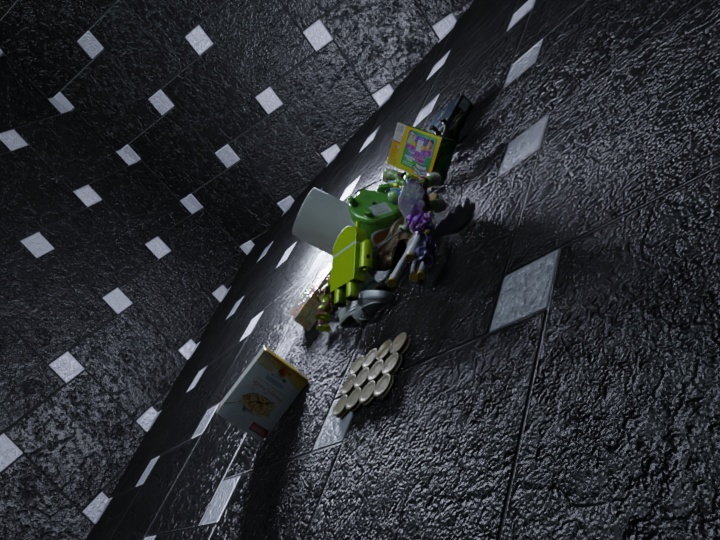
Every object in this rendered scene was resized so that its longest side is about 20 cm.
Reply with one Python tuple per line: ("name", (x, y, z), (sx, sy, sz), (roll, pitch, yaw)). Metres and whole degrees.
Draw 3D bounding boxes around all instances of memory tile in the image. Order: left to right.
("memory tile", (0.021, 0.211, 1.254), (0.200, 0.017, 0.154), (-37, 22, 47))

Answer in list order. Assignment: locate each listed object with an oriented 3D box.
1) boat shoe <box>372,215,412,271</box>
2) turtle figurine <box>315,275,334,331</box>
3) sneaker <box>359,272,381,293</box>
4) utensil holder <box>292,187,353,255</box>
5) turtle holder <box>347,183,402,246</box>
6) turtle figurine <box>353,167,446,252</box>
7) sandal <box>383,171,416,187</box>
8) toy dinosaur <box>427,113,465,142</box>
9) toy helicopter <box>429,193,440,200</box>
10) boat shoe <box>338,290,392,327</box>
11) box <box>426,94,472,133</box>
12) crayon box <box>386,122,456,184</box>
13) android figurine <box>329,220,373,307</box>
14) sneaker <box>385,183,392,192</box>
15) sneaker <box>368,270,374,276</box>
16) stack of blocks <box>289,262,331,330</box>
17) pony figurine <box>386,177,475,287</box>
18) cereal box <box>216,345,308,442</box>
("boat shoe", (0.101, -0.065, 1.551), (0.071, 0.076, 0.201), (10, 48, 35))
("turtle figurine", (-0.087, 0.071, 1.705), (0.201, 0.064, 0.163), (113, 172, -49))
("sneaker", (-0.018, 0.035, 1.577), (0.075, 0.087, 0.200), (-31, -2, -31))
("utensil holder", (-0.086, -0.135, 1.895), (0.170, 0.198, 0.172), (26, -90, -89))
("turtle holder", (0.029, -0.141, 1.651), (0.184, 0.133, 0.141), (21, 46, 34))
("turtle figurine", (0.101, -0.171, 1.500), (0.192, 0.145, 0.201), (-13, -30, -42))
("sandal", (0.137, -0.263, 1.862), (0.199, 0.080, 0.088), (-16, 34, 52))
("toy dinosaur", (0.229, -0.364, 1.782), (0.200, 0.102, 0.077), (-46, 21, -11))
("toy helicopter", (0.155, -0.190, 1.682), (0.132, 0.079, 0.199), (-47, 24, -16))
("boat shoe", (0.011, 0.094, 1.469), (0.199, 0.073, 0.066), (-29, 56, 59))
("box", (0.248, -0.429, 1.935), (0.201, 0.051, 0.157), (-59, 15, -19))
("crayon box", (0.162, -0.319, 1.705), (0.199, 0.058, 0.120), (35, 115, 48))
("android figurine", (-0.026, -0.019, 1.484), (0.182, 0.041, 0.203), (-34, 47, 55))
("sneaker", (0.074, -0.201, 1.850), (0.076, 0.077, 0.200), (-46, 6, -5))
("sneaker", (0.000, 0.000, 1.727), (0.201, 0.071, 0.084), (-79, 7, -60))
("stack of blocks", (-0.129, 0.075, 1.907), (0.201, 0.058, 0.115), (-53, 15, -2))
("pony figurine", (0.133, -0.079, 1.343), (0.194, 0.165, 0.202), (122, 170, -52))
("cereal box", (-0.245, 0.310, 1.570), (0.201, 0.143, 0.040), (-53, 16, 1))
